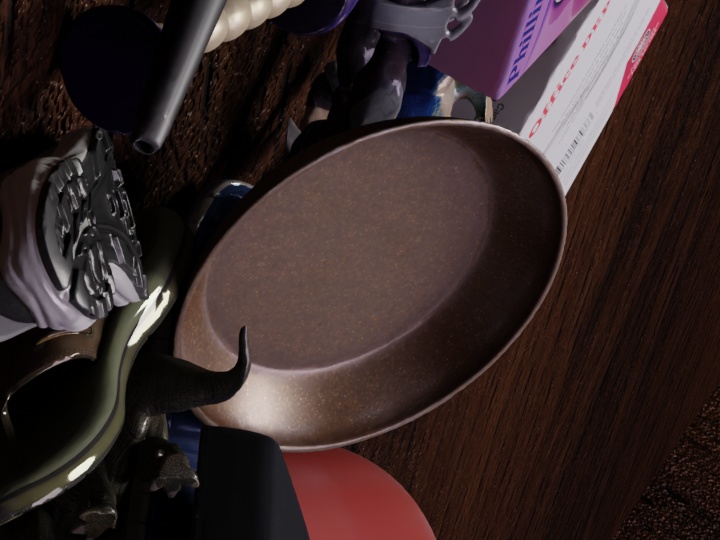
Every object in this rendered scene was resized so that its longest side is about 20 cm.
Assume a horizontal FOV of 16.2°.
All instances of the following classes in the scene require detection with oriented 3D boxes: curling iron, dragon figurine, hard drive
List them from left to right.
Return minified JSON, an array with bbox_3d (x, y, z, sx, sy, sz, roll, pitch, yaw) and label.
[{"bbox_3d":[-0.054,-0.134,0.979,0.050,0.025,0.201,97,12,-68],"label":"curling iron"},{"bbox_3d":[-0.036,0.182,1.149,0.135,0.042,0.201,-91,169,-66],"label":"hard drive"},{"bbox_3d":[0.017,-0.088,1.339,0.059,0.099,0.201,78,25,-68],"label":"dragon figurine"}]

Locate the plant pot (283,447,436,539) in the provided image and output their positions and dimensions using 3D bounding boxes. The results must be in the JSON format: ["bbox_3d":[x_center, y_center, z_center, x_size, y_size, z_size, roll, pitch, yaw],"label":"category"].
[{"bbox_3d":[-0.069,0.183,1.349,0.201,0.200,0.177,-60,158,2],"label":"plant pot"}]

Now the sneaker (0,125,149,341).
[{"bbox_3d":[-0.131,-0.012,0.985,0.200,0.079,0.075,-39,113,-83],"label":"sneaker"}]

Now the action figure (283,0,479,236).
[{"bbox_3d":[0.003,-0.081,1.219,0.131,0.069,0.201,-111,-151,-45],"label":"action figure"}]

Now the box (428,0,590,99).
[{"bbox_3d":[0.096,-0.219,1.273,0.200,0.096,0.177,-46,160,-43],"label":"box"}]

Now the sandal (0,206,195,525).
[{"bbox_3d":[-0.133,0.038,1.079,0.079,0.057,0.202,-25,-151,35],"label":"sandal"}]

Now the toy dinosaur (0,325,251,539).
[{"bbox_3d":[-0.119,0.085,1.127,0.076,0.103,0.201,10,125,-30],"label":"toy dinosaur"}]

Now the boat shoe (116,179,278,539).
[{"bbox_3d":[-0.091,0.054,1.219,0.072,0.072,0.202,19,79,-34],"label":"boat shoe"}]

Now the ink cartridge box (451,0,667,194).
[{"bbox_3d":[0.106,-0.133,1.506,0.146,0.083,0.200,-60,165,0],"label":"ink cartridge box"}]

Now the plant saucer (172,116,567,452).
[{"bbox_3d":[0.000,0.000,1.167,0.199,0.037,0.201,-19,140,-17],"label":"plant saucer"}]

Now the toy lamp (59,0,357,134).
[{"bbox_3d":[-0.051,-0.112,1.063,0.200,0.058,0.058,-35,152,-57],"label":"toy lamp"}]
